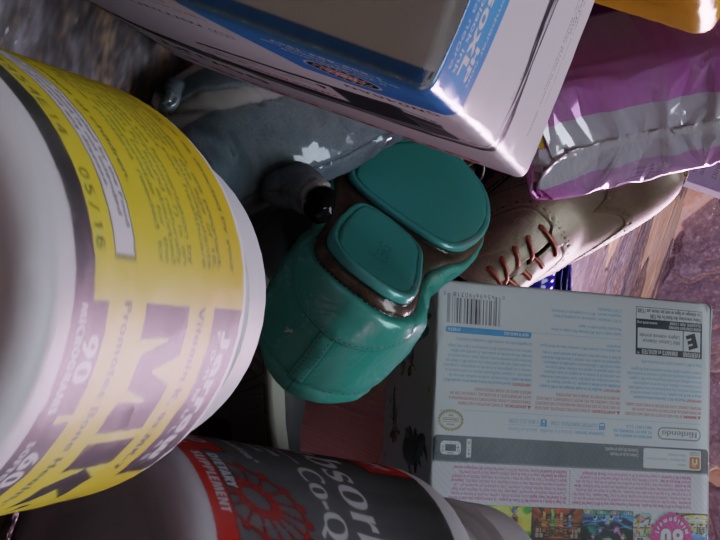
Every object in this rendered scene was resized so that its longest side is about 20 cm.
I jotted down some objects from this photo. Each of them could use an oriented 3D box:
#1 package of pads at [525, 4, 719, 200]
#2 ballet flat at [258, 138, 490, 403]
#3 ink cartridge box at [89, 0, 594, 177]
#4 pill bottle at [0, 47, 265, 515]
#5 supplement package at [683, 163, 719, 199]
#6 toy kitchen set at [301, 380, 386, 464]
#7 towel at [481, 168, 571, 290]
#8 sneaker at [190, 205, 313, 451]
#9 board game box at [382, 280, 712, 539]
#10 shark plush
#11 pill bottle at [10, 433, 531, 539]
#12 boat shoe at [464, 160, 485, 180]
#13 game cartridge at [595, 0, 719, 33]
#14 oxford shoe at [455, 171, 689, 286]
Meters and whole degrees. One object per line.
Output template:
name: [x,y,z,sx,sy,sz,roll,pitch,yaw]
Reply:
package of pads: [0.121,-0.126,1.031,0.200,0.120,0.076,-104,-175,-48]
ballet flat: [0.000,0.000,0.790,0.070,0.067,0.200,-51,180,20]
ink cartridge box: [-0.012,-0.099,0.620,0.200,0.144,0.085,19,92,-77]
pill bottle: [-0.093,0.003,0.497,0.200,0.114,0.115,5,104,-77]
supplement package: [0.166,-0.121,1.237,0.114,0.199,0.110,3,107,-78]
toy kitchen set: [0.041,0.121,1.112,0.200,0.180,0.164,-43,151,-66]
towel: [0.082,-0.008,1.169,0.148,0.049,0.201,-135,-133,-60]
sneaker: [-0.043,0.046,0.876,0.106,0.075,0.201,-57,161,-48]
board game box: [0.084,0.111,0.929,0.064,0.147,0.201,165,-71,-66]
shark plush: [-0.040,-0.044,0.728,0.200,0.083,0.091,-41,148,-67]
pill bottle: [-0.026,0.127,0.779,0.200,0.116,0.116,13,97,-44]
boat shoe: [0.027,-0.061,1.018,0.072,0.072,0.201,26,84,-78]
game cartridge: [0.049,-0.148,0.737,0.200,0.176,0.033,36,73,-77]
oxford shoe: [0.080,-0.009,1.047,0.071,0.199,0.075,53,20,-32]
